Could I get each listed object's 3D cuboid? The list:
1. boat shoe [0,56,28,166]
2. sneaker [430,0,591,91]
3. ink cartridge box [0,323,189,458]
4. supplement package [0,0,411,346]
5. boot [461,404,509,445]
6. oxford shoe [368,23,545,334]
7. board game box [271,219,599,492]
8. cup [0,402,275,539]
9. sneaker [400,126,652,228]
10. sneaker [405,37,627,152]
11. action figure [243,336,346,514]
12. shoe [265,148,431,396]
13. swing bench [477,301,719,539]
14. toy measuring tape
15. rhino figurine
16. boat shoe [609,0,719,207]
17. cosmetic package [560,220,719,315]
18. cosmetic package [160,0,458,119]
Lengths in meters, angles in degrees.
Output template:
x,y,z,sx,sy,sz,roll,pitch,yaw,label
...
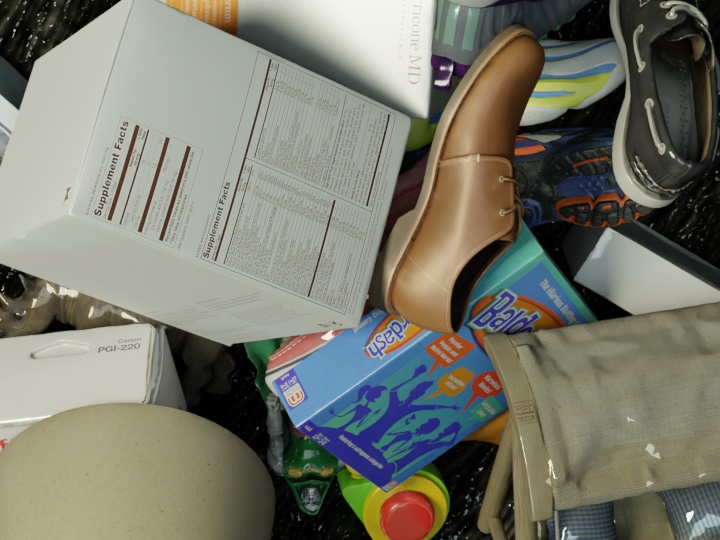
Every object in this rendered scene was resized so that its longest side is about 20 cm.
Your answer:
x,y,z,sx,sy,sz,roll,pitch,yaw,label
-0.234,-0.064,1.158,0.091,0.071,0.200,-41,102,20,boat shoe
0.101,-0.172,1.074,0.074,0.200,0.088,26,116,28,sneaker
-0.193,0.141,1.168,0.145,0.085,0.201,-7,130,4,ink cartridge box
-0.111,-0.055,1.047,0.199,0.191,0.148,22,73,-26,supplement package
0.144,0.137,1.222,0.200,0.071,0.144,-21,112,10,boot
0.078,-0.054,1.016,0.071,0.071,0.201,27,100,29,oxford shoe
0.059,0.060,1.112,0.200,0.045,0.152,-37,146,7,board game box
-0.157,0.208,1.077,0.199,0.144,0.201,-1,133,-1,cup
0.119,-0.065,1.158,0.199,0.078,0.076,0,113,17,sneaker
0.087,-0.151,1.126,0.199,0.076,0.105,-16,106,5,sneaker
-0.037,0.092,1.214,0.117,0.055,0.201,-1,111,-3,action figure
0.000,0.000,1.129,0.200,0.071,0.091,-34,93,10,shoe
0.190,0.134,1.095,0.198,0.130,0.201,-9,132,-9,swing bench
0.051,0.202,1.244,0.073,0.074,0.200,-30,115,8,toy measuring tape
-0.185,0.037,1.188,0.199,0.060,0.088,12,113,-7,rhino figurine
0.207,-0.142,1.084,0.074,0.060,0.201,18,64,-18,boat shoe
0.244,0.024,1.180,0.199,0.083,0.051,30,104,-9,cosmetic package
-0.035,-0.166,1.088,0.199,0.071,0.102,9,106,18,cosmetic package
